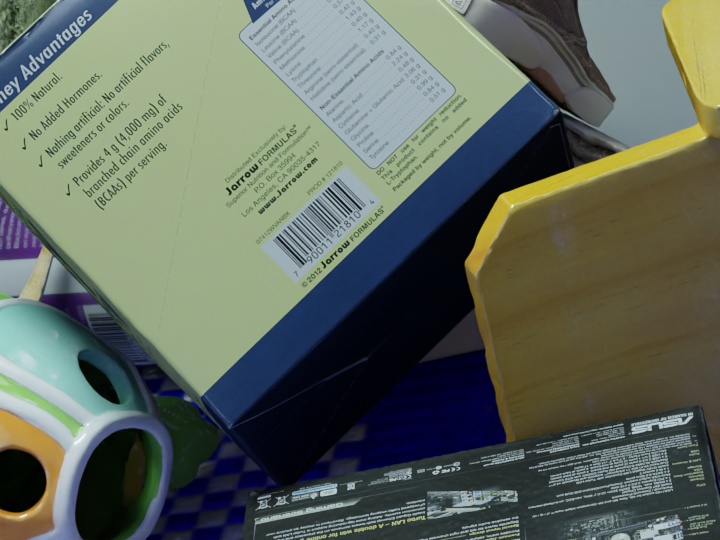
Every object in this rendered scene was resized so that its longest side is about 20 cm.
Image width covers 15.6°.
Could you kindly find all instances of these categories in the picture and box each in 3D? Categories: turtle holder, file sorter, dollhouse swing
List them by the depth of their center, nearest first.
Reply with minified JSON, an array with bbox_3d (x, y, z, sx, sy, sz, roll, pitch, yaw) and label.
[{"bbox_3d":[0.137,-0.002,1.169,0.175,0.201,0.182,-14,26,3],"label":"dollhouse swing"},{"bbox_3d":[-0.154,0.091,1.220,0.131,0.186,0.142,13,70,30],"label":"turtle holder"},{"bbox_3d":[0.174,-0.128,1.474,0.199,0.139,0.125,-2,26,25],"label":"file sorter"}]

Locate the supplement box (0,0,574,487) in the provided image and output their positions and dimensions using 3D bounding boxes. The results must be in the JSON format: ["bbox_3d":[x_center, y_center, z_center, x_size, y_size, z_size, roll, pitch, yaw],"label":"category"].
[{"bbox_3d":[-0.042,-0.050,1.185,0.200,0.134,0.200,-43,72,-5],"label":"supplement box"}]

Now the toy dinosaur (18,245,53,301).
[{"bbox_3d":[-0.195,0.057,1.346,0.101,0.058,0.201,-10,49,59],"label":"toy dinosaur"}]

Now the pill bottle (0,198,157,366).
[{"bbox_3d":[-0.171,-0.001,1.429,0.199,0.112,0.112,-3,28,22],"label":"pill bottle"}]

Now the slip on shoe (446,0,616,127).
[{"bbox_3d":[0.084,-0.125,1.284,0.076,0.200,0.061,30,91,30],"label":"slip on shoe"}]

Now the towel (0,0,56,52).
[{"bbox_3d":[-0.201,-0.110,1.565,0.036,0.201,0.149,2,27,-1],"label":"towel"}]

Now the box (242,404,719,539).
[{"bbox_3d":[0.055,0.146,1.045,0.199,0.087,0.164,-12,26,6],"label":"box"}]

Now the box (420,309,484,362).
[{"bbox_3d":[0.000,0.000,1.332,0.199,0.078,0.095,-12,24,-23],"label":"box"}]

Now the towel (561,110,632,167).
[{"bbox_3d":[0.120,-0.054,1.349,0.200,0.035,0.132,32,6,38],"label":"towel"}]
